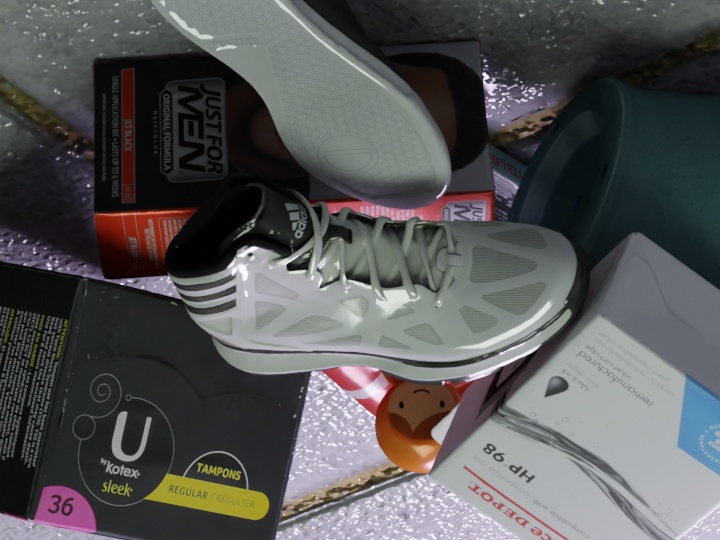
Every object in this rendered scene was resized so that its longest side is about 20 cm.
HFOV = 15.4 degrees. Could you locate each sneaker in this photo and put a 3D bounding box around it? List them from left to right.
[{"bbox_3d":[-0.019,-0.117,1.254,0.071,0.099,0.200,-24,130,30],"label":"sneaker"},{"bbox_3d":[0.000,0.000,1.249,0.200,0.076,0.115,-7,154,22],"label":"sneaker"}]

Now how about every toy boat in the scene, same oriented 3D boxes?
[{"bbox_3d":[0.030,0.049,1.451,0.130,0.131,0.200,-21,142,23],"label":"toy boat"}]

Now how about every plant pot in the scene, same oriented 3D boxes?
[{"bbox_3d":[0.180,-0.005,1.385,0.188,0.200,0.200,22,140,-15],"label":"plant pot"}]

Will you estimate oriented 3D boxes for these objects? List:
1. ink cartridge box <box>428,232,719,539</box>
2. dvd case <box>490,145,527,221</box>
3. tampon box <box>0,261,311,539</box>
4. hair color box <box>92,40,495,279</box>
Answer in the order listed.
[{"bbox_3d":[0.117,0.084,1.321,0.116,0.067,0.200,34,135,-8],"label":"ink cartridge box"},{"bbox_3d":[0.023,-0.007,1.504,0.146,0.022,0.200,27,134,-36],"label":"dvd case"},{"bbox_3d":[-0.145,0.069,1.408,0.150,0.127,0.200,14,177,-35],"label":"tampon box"},{"bbox_3d":[-0.035,-0.056,1.356,0.199,0.102,0.061,-4,145,-1],"label":"hair color box"}]
